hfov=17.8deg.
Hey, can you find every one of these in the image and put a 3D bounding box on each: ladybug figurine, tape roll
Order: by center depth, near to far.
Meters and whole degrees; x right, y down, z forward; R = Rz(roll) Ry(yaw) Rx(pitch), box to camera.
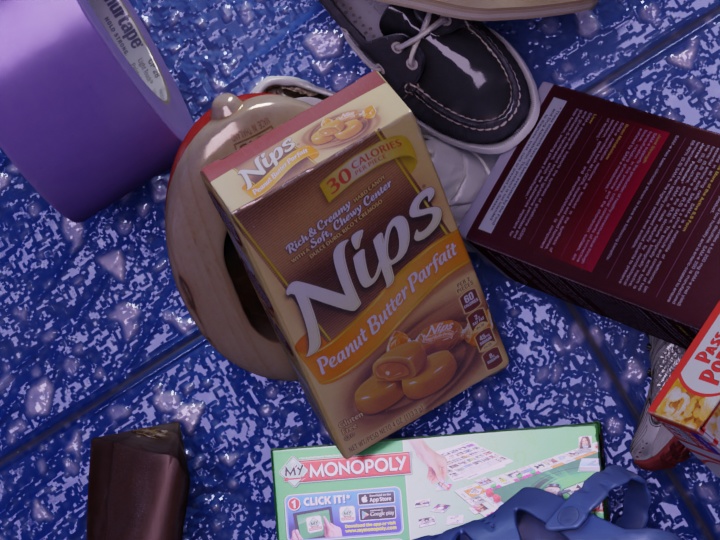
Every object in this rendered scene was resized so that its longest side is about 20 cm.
[{"bbox_3d":[-0.052,-0.026,1.343,0.135,0.201,0.072,-26,39,-12],"label":"ladybug figurine"},{"bbox_3d":[-0.182,-0.135,1.353,0.085,0.200,0.201,-32,79,6],"label":"tape roll"}]

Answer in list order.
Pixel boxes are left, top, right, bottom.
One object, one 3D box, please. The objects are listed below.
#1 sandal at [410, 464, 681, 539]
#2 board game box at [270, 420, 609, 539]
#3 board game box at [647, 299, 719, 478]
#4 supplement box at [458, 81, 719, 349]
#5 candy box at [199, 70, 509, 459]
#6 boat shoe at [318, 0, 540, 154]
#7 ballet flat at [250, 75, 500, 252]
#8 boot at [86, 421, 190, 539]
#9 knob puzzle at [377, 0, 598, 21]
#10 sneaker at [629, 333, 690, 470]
[{"bbox_3d":[0.095,0.163,1.314,0.198,0.080,0.088,-8,51,14],"label":"sandal"},{"bbox_3d":[0.050,0.165,1.365,0.198,0.029,0.136,-5,82,9],"label":"board game box"},{"bbox_3d":[0.259,0.038,1.208,0.151,0.046,0.201,42,78,-30],"label":"board game box"},{"bbox_3d":[0.159,-0.027,1.284,0.199,0.061,0.109,24,80,47],"label":"supplement box"},{"bbox_3d":[0.000,0.000,1.304,0.115,0.201,0.055,-30,40,-8],"label":"candy box"},{"bbox_3d":[0.028,-0.146,1.360,0.074,0.060,0.200,-41,60,4],"label":"boat shoe"},{"bbox_3d":[0.017,-0.065,1.379,0.199,0.069,0.070,24,88,12],"label":"ballet flat"},{"bbox_3d":[-0.116,0.187,1.336,0.186,0.064,0.202,2,81,52],"label":"boot"},{"bbox_3d":[0.054,-0.200,1.355,0.218,0.031,0.221,8,44,-8],"label":"knob puzzle"},{"bbox_3d":[0.189,0.019,1.341,0.082,0.078,0.202,13,78,18],"label":"sneaker"}]
